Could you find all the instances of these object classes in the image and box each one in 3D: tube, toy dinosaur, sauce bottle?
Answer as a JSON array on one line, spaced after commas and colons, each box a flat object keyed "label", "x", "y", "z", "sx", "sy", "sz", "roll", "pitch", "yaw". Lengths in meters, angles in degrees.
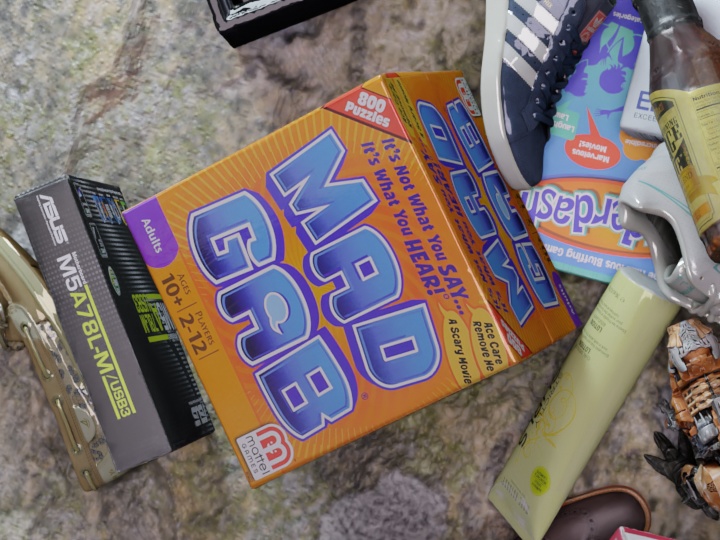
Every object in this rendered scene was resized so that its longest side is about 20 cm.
[{"label": "tube", "x": 0.152, "y": 0.094, "z": 1.559, "sx": 0.052, "sy": 0.058, "sz": 0.200, "roll": 32, "pitch": 104, "yaw": 10}, {"label": "toy dinosaur", "x": 0.251, "y": 0.132, "z": 1.538, "sx": 0.102, "sy": 0.136, "sz": 0.201, "roll": -1, "pitch": 89, "yaw": 3}, {"label": "sauce bottle", "x": 0.225, "y": -0.104, "z": 1.471, "sx": 0.066, "sy": 0.066, "sz": 0.201, "roll": -18, "pitch": 68, "yaw": 3}]

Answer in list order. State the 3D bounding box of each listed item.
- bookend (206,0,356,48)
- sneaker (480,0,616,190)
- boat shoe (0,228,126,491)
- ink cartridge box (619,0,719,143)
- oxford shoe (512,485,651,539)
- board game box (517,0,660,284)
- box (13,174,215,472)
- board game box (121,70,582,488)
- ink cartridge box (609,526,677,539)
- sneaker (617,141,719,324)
[{"label": "bookend", "x": -0.038, "y": -0.287, "z": 1.582, "sx": 0.199, "sy": 0.092, "sz": 0.199, "roll": -20, "pitch": 88, "yaw": 2}, {"label": "sneaker", "x": 0.132, "y": -0.155, "z": 1.534, "sx": 0.084, "sy": 0.075, "sz": 0.201, "roll": -1, "pitch": 87, "yaw": 19}, {"label": "boat shoe", "x": -0.222, "y": 0.062, "z": 1.598, "sx": 0.063, "sy": 0.073, "sz": 0.200, "roll": -33, "pitch": 88, "yaw": 0}, {"label": "ink cartridge box", "x": 0.290, "y": -0.169, "z": 1.505, "sx": 0.196, "sy": 0.043, "sz": 0.201, "roll": 13, "pitch": 89, "yaw": 29}, {"label": "oxford shoe", "x": 0.120, "y": 0.221, "z": 1.575, "sx": 0.200, "sy": 0.073, "sz": 0.071, "roll": -36, "pitch": 87, "yaw": 2}, {"label": "board game box", "x": 0.192, "y": -0.088, "z": 1.589, "sx": 0.152, "sy": 0.045, "sz": 0.201, "roll": 14, "pitch": 91, "yaw": 4}, {"label": "box", "x": -0.164, "y": 0.035, "z": 1.532, "sx": 0.047, "sy": 0.200, "sz": 0.194, "roll": -24, "pitch": 87, "yaw": 4}, {"label": "board game box", "x": 0.000, "y": 0.000, "z": 1.501, "sx": 0.200, "sy": 0.200, "sz": 0.200, "roll": -26, "pitch": 87, "yaw": 18}, {"label": "ink cartridge box", "x": 0.189, "y": 0.278, "z": 1.498, "sx": 0.144, "sy": 0.084, "sz": 0.200, "roll": 16, "pitch": 125, "yaw": -26}, {"label": "sneaker", "x": 0.243, "y": 0.011, "z": 1.501, "sx": 0.200, "sy": 0.070, "sz": 0.080, "roll": 50, "pitch": 50, "yaw": 4}]
